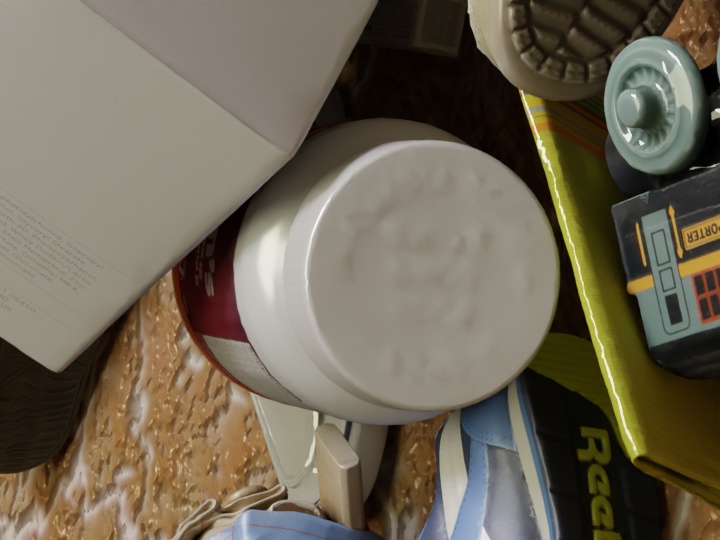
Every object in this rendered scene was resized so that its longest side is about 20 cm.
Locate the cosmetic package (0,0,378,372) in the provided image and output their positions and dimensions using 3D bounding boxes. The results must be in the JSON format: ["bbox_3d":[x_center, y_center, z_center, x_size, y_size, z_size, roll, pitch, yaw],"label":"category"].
[{"bbox_3d":[-0.077,-0.102,1.079,0.200,0.123,0.200,-41,17,52],"label":"cosmetic package"}]

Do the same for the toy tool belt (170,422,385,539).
[{"bbox_3d":[-0.011,0.170,1.090,0.123,0.124,0.201,-51,45,48],"label":"toy tool belt"}]

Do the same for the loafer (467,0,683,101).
[{"bbox_3d":[0.081,-0.149,1.018,0.068,0.075,0.201,-20,51,63],"label":"loafer"}]

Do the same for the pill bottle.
[{"bbox_3d":[0.000,0.000,1.065,0.200,0.109,0.110,-178,95,-76],"label":"pill bottle"}]

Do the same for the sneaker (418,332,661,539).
[{"bbox_3d":[0.063,0.127,1.035,0.082,0.074,0.201,-28,52,45],"label":"sneaker"}]

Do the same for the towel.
[{"bbox_3d":[0.087,-0.012,1.015,0.018,0.086,0.201,-29,59,26],"label":"towel"}]

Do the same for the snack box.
[{"bbox_3d":[-0.009,-0.132,1.205,0.200,0.024,0.072,17,98,63],"label":"snack box"}]

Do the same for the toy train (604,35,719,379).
[{"bbox_3d":[0.158,-0.035,0.931,0.200,0.085,0.115,-21,79,50],"label":"toy train"}]

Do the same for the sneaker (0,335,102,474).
[{"bbox_3d":[-0.160,-0.013,1.373,0.106,0.074,0.201,53,126,43],"label":"sneaker"}]

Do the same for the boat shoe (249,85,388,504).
[{"bbox_3d":[-0.039,0.007,1.206,0.074,0.065,0.201,-38,54,45],"label":"boat shoe"}]
